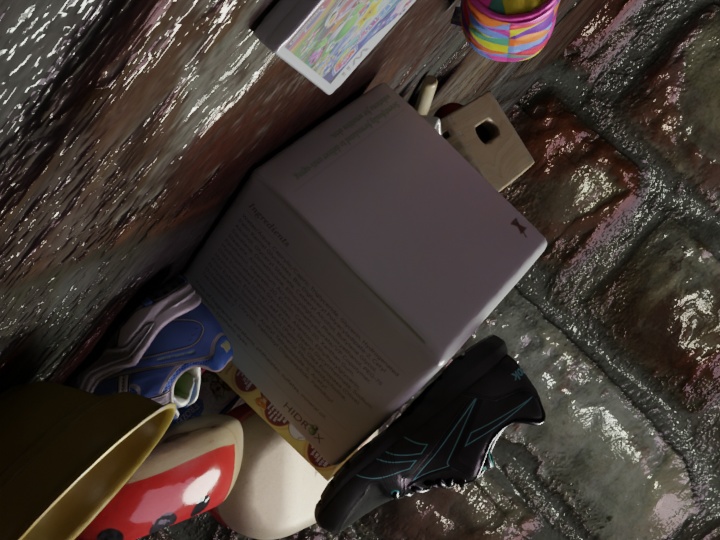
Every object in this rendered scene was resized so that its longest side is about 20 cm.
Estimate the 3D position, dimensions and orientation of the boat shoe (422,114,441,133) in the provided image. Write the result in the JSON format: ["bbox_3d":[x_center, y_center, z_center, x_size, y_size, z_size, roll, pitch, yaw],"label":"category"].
[{"bbox_3d":[0.082,-0.071,1.219,0.086,0.203,0.075,-2,-148,19],"label":"boat shoe"}]

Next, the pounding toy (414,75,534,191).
[{"bbox_3d":[0.081,-0.127,1.326,0.184,0.143,0.200,-32,-178,31],"label":"pounding toy"}]

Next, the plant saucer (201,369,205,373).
[{"bbox_3d":[-0.210,0.131,1.124,0.201,0.051,0.201,-47,178,-2],"label":"plant saucer"}]

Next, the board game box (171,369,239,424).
[{"bbox_3d":[-0.204,0.191,1.100,0.200,0.041,0.200,-45,177,-41],"label":"board game box"}]

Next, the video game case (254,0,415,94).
[{"bbox_3d":[0.011,-0.167,0.668,0.143,0.018,0.200,-48,177,6],"label":"video game case"}]

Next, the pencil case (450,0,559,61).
[{"bbox_3d":[0.114,-0.215,0.917,0.088,0.088,0.200,-47,179,4],"label":"pencil case"}]

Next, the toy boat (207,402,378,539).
[{"bbox_3d":[-0.082,0.167,1.118,0.200,0.130,0.131,-11,109,-51],"label":"toy boat"}]

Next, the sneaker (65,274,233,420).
[{"bbox_3d":[-0.173,0.093,0.897,0.200,0.077,0.076,-46,180,32],"label":"sneaker"}]

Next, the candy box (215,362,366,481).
[{"bbox_3d":[-0.063,0.076,1.045,0.055,0.200,0.115,-48,176,32],"label":"candy box"}]

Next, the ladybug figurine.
[{"bbox_3d":[-0.170,0.167,0.917,0.199,0.072,0.135,-13,171,-47],"label":"ladybug figurine"}]

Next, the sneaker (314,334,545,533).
[{"bbox_3d":[0.050,0.139,0.887,0.200,0.079,0.075,-43,174,10],"label":"sneaker"}]

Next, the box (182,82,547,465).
[{"bbox_3d":[0.000,0.000,0.950,0.199,0.200,0.171,-41,175,-47],"label":"box"}]

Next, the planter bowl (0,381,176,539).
[{"bbox_3d":[-0.213,0.131,0.743,0.200,0.083,0.200,-47,175,-5],"label":"planter bowl"}]
